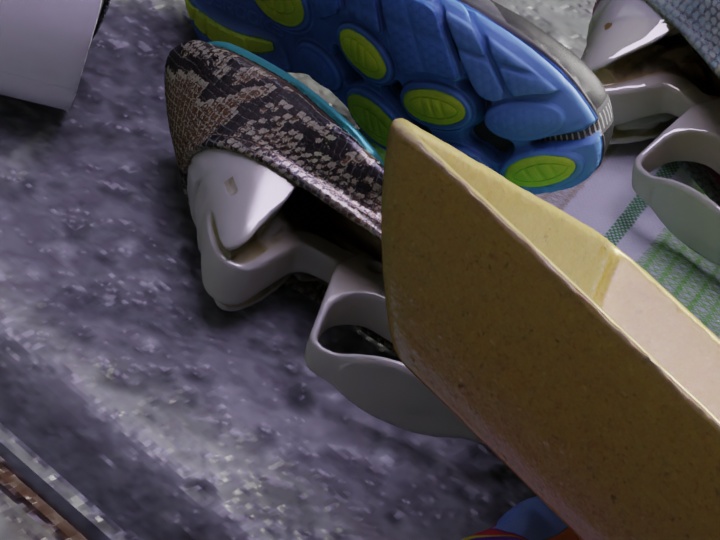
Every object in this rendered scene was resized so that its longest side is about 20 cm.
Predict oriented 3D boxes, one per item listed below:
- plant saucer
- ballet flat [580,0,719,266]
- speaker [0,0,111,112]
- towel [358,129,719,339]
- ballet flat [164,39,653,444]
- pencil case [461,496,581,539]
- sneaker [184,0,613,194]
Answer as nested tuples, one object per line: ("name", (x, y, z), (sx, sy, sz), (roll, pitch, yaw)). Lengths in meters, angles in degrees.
("plant saucer", (0.092, 0.057, 0.748), (0.200, 0.048, 0.200), (44, 7, 21))
("ballet flat", (0.116, -0.050, 0.974), (0.071, 0.069, 0.200), (-20, 45, -17))
("speaker", (-0.178, -0.113, 0.935), (0.199, 0.081, 0.081), (13, 35, -9))
("towel", (0.096, -0.010, 0.982), (0.200, 0.031, 0.149), (27, 33, 14))
("ballet flat", (0.000, 0.000, 0.892), (0.200, 0.068, 0.075), (34, 57, 17))
("pencil case", (0.001, 0.122, 0.704), (0.088, 0.089, 0.200), (38, 38, 25))
("sneaker", (0.018, -0.086, 0.964), (0.083, 0.071, 0.199), (-23, 34, -28))
